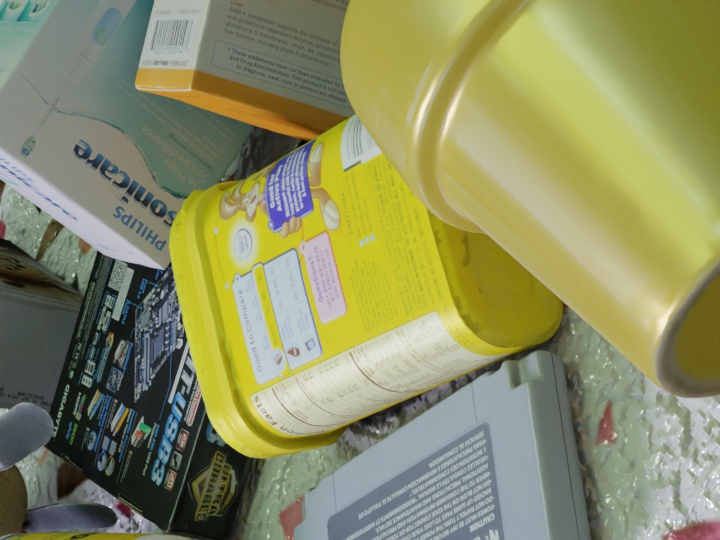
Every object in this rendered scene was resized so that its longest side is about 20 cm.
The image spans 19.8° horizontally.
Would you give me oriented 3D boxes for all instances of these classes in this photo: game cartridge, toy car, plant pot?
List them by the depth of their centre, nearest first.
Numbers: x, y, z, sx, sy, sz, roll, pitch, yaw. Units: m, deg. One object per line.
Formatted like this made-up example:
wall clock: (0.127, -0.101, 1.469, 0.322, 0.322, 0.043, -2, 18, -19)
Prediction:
plant pot: (0.120, -0.061, 0.827, 0.201, 0.200, 0.189, -53, 54, 30)
game cartridge: (0.037, 0.138, 1.001, 0.200, 0.041, 0.134, -36, 54, 44)
toy car: (-0.254, 0.128, 1.267, 0.199, 0.165, 0.158, -12, 40, 23)

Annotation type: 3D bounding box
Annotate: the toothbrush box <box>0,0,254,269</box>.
toothbrush box: (-0.133, -0.124, 1.203, 0.085, 0.146, 0.201, 11, 68, 57)

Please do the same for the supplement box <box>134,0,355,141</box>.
supplement box: (-0.037, -0.182, 1.152, 0.073, 0.125, 0.201, 10, 85, 58)

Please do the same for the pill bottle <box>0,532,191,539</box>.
pill bottle: (-0.135, 0.203, 1.151, 0.199, 0.111, 0.112, -5, 73, 43)

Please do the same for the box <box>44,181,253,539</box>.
box: (-0.112, 0.041, 1.247, 0.198, 0.049, 0.201, 19, 93, 56)

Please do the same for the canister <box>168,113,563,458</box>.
canister: (0.000, 0.000, 1.045, 0.200, 0.086, 0.149, -26, 74, 47)

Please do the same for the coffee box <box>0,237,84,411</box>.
coffee box: (-0.268, 0.028, 1.426, 0.200, 0.113, 0.080, 29, 102, 55)
